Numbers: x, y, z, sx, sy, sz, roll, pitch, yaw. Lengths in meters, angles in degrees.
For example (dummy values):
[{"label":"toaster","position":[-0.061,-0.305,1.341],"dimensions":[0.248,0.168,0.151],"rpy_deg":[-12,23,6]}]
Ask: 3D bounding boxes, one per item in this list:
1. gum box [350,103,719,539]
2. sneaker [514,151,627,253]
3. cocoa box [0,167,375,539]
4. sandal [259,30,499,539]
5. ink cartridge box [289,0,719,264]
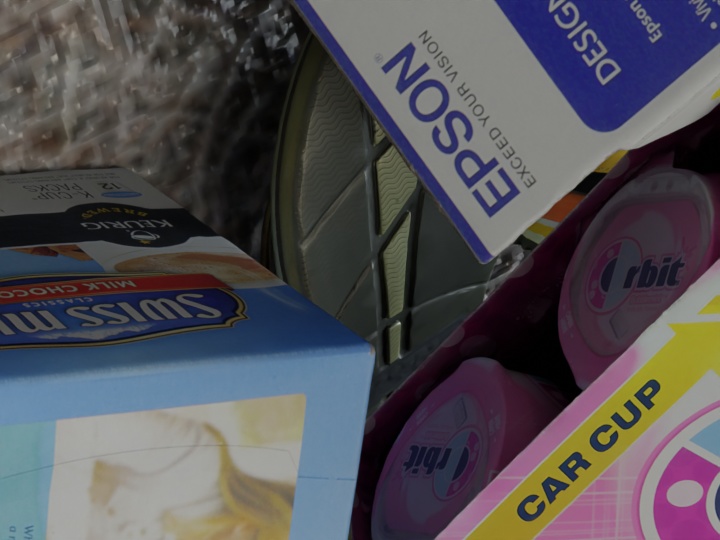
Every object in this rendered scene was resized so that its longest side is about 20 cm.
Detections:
[{"label":"gum box","position":[0.102,0.026,0.738],"dimensions":[0.113,0.066,0.200],"rpy_deg":[29,121,-26]},{"label":"sneaker","position":[0.131,-0.054,0.866],"dimensions":[0.199,0.070,0.090],"rpy_deg":[-8,118,-29]},{"label":"cocoa box","position":[-0.093,0.091,0.741],"dimensions":[0.133,0.131,0.201],"rpy_deg":[-4,113,-32]},{"label":"sandal","position":[-0.001,0.001,0.817],"dimensions":[0.080,0.057,0.201],"rpy_deg":[-27,138,-28]},{"label":"ink cartridge box","position":[0.050,-0.139,0.680],"dimensions":[0.200,0.198,0.047],"rpy_deg":[-40,169,27]}]
